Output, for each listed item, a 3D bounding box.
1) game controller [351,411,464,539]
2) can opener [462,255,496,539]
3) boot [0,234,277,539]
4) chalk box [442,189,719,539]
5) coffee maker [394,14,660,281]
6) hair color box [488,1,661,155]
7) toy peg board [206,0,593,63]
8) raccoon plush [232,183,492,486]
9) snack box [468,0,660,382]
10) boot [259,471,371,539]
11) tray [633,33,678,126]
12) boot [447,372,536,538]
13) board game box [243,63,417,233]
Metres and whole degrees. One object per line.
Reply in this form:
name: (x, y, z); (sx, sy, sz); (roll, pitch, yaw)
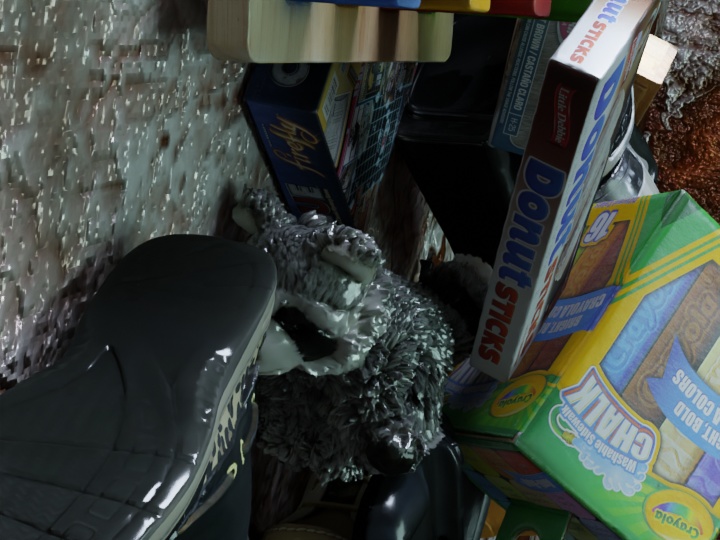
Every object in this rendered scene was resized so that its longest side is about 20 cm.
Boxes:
game controller: (0.023, 0.167, 0.748); (0.104, 0.042, 0.201); (-45, 141, -46)
can opener: (0.071, 0.084, 0.849); (0.063, 0.078, 0.201); (25, 83, -67)
boot: (-0.080, 0.099, 0.494); (0.204, 0.073, 0.154); (-60, 160, -53)
chalk box: (0.121, 0.076, 0.772); (0.200, 0.124, 0.124); (-53, -163, -16)
coffee maker: (0.091, -0.047, 0.916); (0.135, 0.191, 0.200); (-85, 155, -46)
hair color box: (0.116, -0.150, 0.768); (0.200, 0.060, 0.100); (-73, 176, -50)
toy peg board: (0.035, -0.179, 0.580); (0.199, 0.097, 0.201); (-17, 112, -65)
raccoon plush: (0.000, 0.000, 0.696); (0.200, 0.096, 0.134); (-59, 151, -53)
snack box: (0.087, -0.036, 0.660); (0.072, 0.024, 0.200); (-52, 162, -36)
boot: (-0.003, 0.104, 0.813); (0.200, 0.072, 0.155); (52, 49, -73)
tray: (0.131, -0.102, 1.011); (0.037, 0.098, 0.200); (-61, 175, -26)
boot: (0.060, 0.154, 0.946); (0.071, 0.144, 0.202); (67, 38, -66)
board game box: (0.003, -0.129, 0.714); (0.136, 0.034, 0.201); (71, 33, -64)
